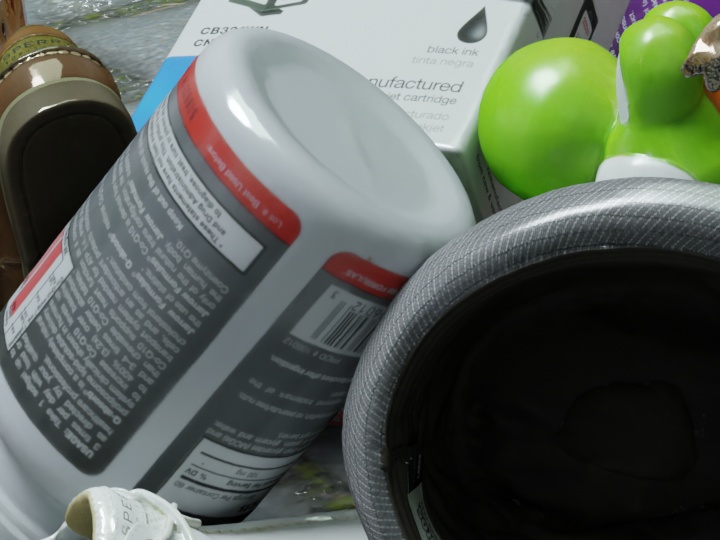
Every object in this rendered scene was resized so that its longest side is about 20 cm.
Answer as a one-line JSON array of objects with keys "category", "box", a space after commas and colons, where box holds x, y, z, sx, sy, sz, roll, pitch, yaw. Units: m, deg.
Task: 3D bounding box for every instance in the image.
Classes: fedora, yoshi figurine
[{"category": "fedora", "box": [0.098, 0.056, 0.798, 0.199, 0.178, 0.090, -7, 4, 17]}, {"category": "yoshi figurine", "box": [0.088, -0.002, 0.886, 0.111, 0.201, 0.113, -3, 23, -7]}]

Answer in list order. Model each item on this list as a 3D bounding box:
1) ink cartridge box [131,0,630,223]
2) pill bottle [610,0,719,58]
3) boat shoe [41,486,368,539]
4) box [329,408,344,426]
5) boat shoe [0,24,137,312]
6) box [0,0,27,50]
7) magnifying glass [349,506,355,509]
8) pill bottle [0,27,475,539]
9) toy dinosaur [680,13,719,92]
[{"category": "ink cartridge box", "box": [0.014, -0.090, 0.985, 0.145, 0.085, 0.201, 3, 47, 24]}, {"category": "pill bottle", "box": [0.171, -0.110, 1.158, 0.200, 0.113, 0.112, -33, 1, 37]}, {"category": "boat shoe", "box": [-0.076, 0.104, 0.796, 0.199, 0.070, 0.071, -14, 20, -20]}, {"category": "box", "box": [0.000, 0.000, 1.030, 0.199, 0.095, 0.103, 3, 46, 25]}, {"category": "boat shoe", "box": [-0.109, -0.001, 0.944, 0.071, 0.201, 0.068, -8, 38, -18]}, {"category": "box", "box": [-0.190, 0.001, 0.975, 0.096, 0.201, 0.177, -3, 19, 10]}, {"category": "magnifying glass", "box": [-0.038, 0.119, 0.866, 0.079, 0.023, 0.200, 10, 25, 38]}, {"category": "pill bottle", "box": [-0.061, 0.024, 0.858, 0.116, 0.200, 0.116, 34, 24, -17]}, {"category": "toy dinosaur", "box": [0.184, -0.055, 0.823, 0.086, 0.200, 0.135, -46, -13, 20]}]
